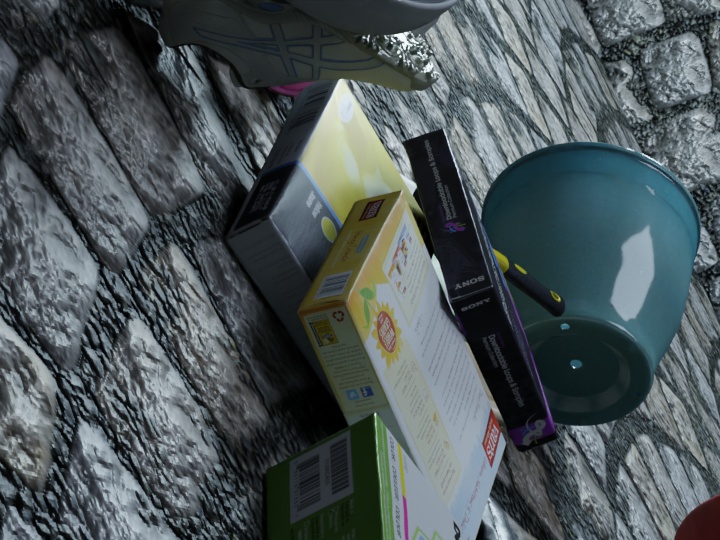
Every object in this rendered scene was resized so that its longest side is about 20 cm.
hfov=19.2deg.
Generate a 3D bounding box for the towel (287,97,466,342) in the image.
[{"bbox_3d":[0.024,-0.035,1.587,0.200,0.023,0.153,32,32,-41],"label":"towel"}]

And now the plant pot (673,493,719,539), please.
[{"bbox_3d":[0.405,0.334,2.059,0.201,0.199,0.178,51,29,-38],"label":"plant pot"}]

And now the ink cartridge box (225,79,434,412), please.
[{"bbox_3d":[0.000,0.000,1.418,0.201,0.047,0.198,55,27,-21],"label":"ink cartridge box"}]

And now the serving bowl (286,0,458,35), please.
[{"bbox_3d":[-0.028,-0.220,1.352,0.199,0.066,0.201,29,34,-22],"label":"serving bowl"}]

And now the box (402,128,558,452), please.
[{"bbox_3d":[0.084,0.016,1.476,0.200,0.036,0.144,61,11,-52],"label":"box"}]

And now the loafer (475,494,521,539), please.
[{"bbox_3d":[0.088,0.216,1.358,0.070,0.068,0.201,43,19,-30],"label":"loafer"}]

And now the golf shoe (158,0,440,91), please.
[{"bbox_3d":[-0.043,-0.156,1.414,0.199,0.097,0.079,24,35,-29],"label":"golf shoe"}]

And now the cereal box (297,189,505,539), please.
[{"bbox_3d":[0.030,0.070,1.333,0.144,0.039,0.201,-63,135,-58],"label":"cereal box"}]

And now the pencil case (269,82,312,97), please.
[{"bbox_3d":[-0.029,-0.186,1.611,0.091,0.093,0.200,61,14,-11],"label":"pencil case"}]

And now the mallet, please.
[{"bbox_3d":[0.103,-0.015,1.654,0.200,0.041,0.066,29,30,-56],"label":"mallet"}]

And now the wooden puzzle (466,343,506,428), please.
[{"bbox_3d":[0.071,0.045,1.681,0.201,0.037,0.185,63,14,20],"label":"wooden puzzle"}]

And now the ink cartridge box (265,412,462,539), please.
[{"bbox_3d":[0.031,0.202,1.168,0.200,0.075,0.148,53,17,-29],"label":"ink cartridge box"}]

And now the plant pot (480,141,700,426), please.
[{"bbox_3d":[0.193,0.026,1.856,0.200,0.199,0.189,53,33,-33],"label":"plant pot"}]

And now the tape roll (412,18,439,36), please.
[{"bbox_3d":[-0.014,-0.268,1.750,0.203,0.037,0.203,46,-7,7],"label":"tape roll"}]
